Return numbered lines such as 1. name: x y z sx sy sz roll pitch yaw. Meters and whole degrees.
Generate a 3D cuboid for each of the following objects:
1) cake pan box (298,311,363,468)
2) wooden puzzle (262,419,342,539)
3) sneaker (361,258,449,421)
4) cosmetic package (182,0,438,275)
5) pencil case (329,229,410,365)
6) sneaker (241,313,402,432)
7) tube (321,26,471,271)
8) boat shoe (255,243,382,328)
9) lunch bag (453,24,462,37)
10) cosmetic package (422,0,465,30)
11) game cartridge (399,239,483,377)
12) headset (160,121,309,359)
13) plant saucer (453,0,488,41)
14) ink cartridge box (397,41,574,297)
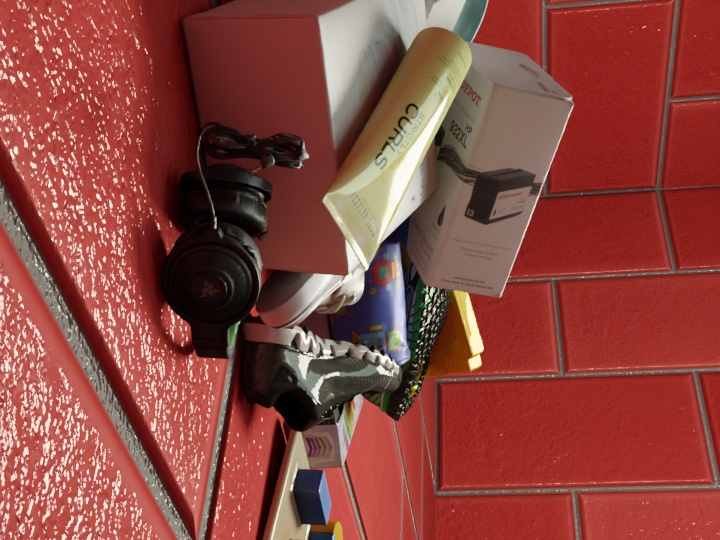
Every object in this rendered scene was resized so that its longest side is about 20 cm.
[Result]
1. cake pan box: -0.038 0.100 1.152 0.200 0.052 0.185 -61 145 -75
2. wooden puzzle: -0.052 0.272 0.993 0.200 0.046 0.186 -84 168 -49
3. sneaker: 0.036 0.070 1.116 0.078 0.085 0.201 -40 151 -56
4. cosmetic package: -0.030 -0.129 0.847 0.200 0.122 0.200 -43 133 -53
5. pencil case: 0.000 0.000 1.038 0.078 0.087 0.201 -14 101 -37
6. sneaker: -0.038 0.103 0.933 0.200 0.066 0.091 22 74 -48
7. tube: 0.029 -0.100 0.780 0.200 0.058 0.052 -62 -172 -30
8. boat shoe: -0.028 0.004 0.905 0.066 0.072 0.200 58 26 -16
9. lunch bag: 0.026 -0.255 1.218 0.076 0.199 0.161 -86 152 -52
10. cosmetic package: 0.043 -0.246 0.941 0.113 0.081 0.201 -45 162 -51
11. game cartridge: 0.045 0.040 1.199 0.032 0.200 0.177 -18 92 -40
12. headset: -0.083 -0.022 0.706 0.200 0.093 0.124 95 -2 -52
13. plant saucer: 0.058 -0.261 1.092 0.027 0.200 0.200 44 -14 27
14. ink cartridge box: 0.108 -0.099 0.975 0.145 0.083 0.201 -113 -144 -59
